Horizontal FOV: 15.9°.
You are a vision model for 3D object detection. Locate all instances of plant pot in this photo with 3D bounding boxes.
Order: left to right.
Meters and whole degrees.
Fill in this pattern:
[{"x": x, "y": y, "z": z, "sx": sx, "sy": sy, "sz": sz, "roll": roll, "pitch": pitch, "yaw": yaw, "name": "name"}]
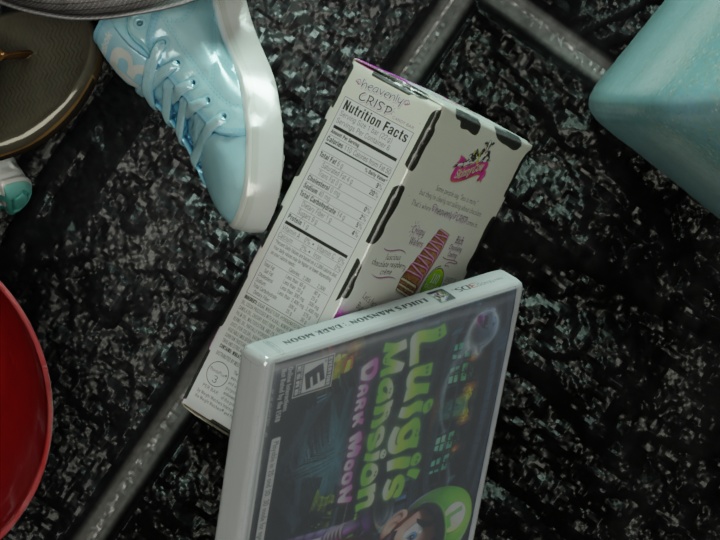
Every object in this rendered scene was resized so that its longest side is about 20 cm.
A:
[{"x": 0.253, "y": -0.094, "z": 1.305, "sx": 0.196, "sy": 0.200, "sz": 0.196, "roll": 39, "pitch": 95, "yaw": -3, "name": "plant pot"}]

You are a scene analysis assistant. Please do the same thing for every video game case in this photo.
[{"x": 0.000, "y": 0.109, "z": 1.326, "sx": 0.023, "sy": 0.181, "sz": 0.201, "roll": 31, "pitch": 123, "yaw": 38, "name": "video game case"}]

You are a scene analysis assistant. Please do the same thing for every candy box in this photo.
[{"x": 0.000, "y": 0.000, "z": 1.344, "sx": 0.061, "sy": 0.136, "sz": 0.201, "roll": 30, "pitch": 95, "yaw": 23, "name": "candy box"}]

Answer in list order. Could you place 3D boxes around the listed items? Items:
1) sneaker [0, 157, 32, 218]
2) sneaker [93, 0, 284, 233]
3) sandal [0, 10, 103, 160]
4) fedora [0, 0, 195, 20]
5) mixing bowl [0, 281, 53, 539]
[{"x": -0.278, "y": -0.064, "z": 1.387, "sx": 0.199, "sy": 0.078, "sz": 0.092, "roll": -6, "pitch": 77, "yaw": -1, "name": "sneaker"}, {"x": -0.096, "y": -0.103, "z": 1.332, "sx": 0.082, "sy": 0.074, "sz": 0.201, "roll": -5, "pitch": 56, "yaw": -19, "name": "sneaker"}, {"x": -0.232, "y": -0.098, "z": 1.330, "sx": 0.199, "sy": 0.055, "sz": 0.082, "roll": -6, "pitch": 69, "yaw": -1, "name": "sandal"}, {"x": -0.141, "y": -0.220, "z": 1.312, "sx": 0.199, "sy": 0.090, "sz": 0.177, "roll": 7, "pitch": 62, "yaw": 16, "name": "fedora"}, {"x": -0.258, "y": 0.056, "z": 1.363, "sx": 0.199, "sy": 0.108, "sz": 0.201, "roll": -1, "pitch": 105, "yaw": -2, "name": "mixing bowl"}]
